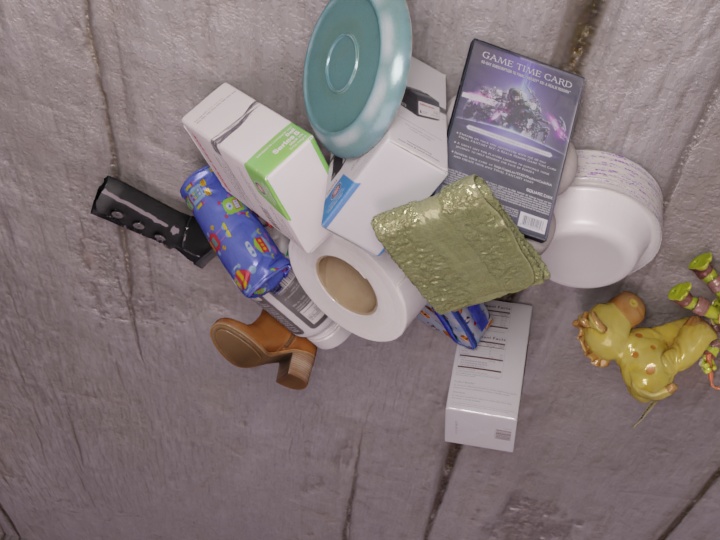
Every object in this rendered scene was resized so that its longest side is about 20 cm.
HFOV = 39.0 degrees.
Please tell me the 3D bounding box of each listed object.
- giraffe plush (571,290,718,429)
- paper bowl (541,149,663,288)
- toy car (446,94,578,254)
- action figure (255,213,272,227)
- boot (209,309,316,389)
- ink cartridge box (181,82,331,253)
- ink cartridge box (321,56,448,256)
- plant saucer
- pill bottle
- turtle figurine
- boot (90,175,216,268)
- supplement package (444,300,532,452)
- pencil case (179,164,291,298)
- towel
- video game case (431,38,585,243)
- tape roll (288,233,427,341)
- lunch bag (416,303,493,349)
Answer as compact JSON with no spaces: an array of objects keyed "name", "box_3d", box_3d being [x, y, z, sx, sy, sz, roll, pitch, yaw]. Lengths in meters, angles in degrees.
[{"name":"giraffe plush","box_3d":[0.395,0.106,1.490,0.162,0.200,0.173,43,149,8]},{"name":"paper bowl","box_3d":[0.293,-0.054,1.327,0.198,0.105,0.202,9,144,6]},{"name":"toy car","box_3d":[0.154,-0.105,1.236,0.173,0.202,0.150,24,165,-6]},{"name":"action figure","box_3d":[-0.080,-0.098,1.433,0.199,0.065,0.052,-25,89,43]},{"name":"boot","box_3d":[-0.147,0.084,1.631,0.199,0.157,0.076,28,138,-26]},{"name":"ink cartridge box","box_3d":[-0.120,-0.133,1.293,0.199,0.084,0.146,36,163,40]},{"name":"ink cartridge box","box_3d":[0.030,-0.142,1.183,0.083,0.201,0.145,26,128,-18]},{"name":"plant saucer","box_3d":[-0.012,-0.225,1.112,0.027,0.203,0.200,6,154,-34]},{"name":"pill bottle","box_3d":[-0.097,0.031,1.575,0.112,0.114,0.200,-15,136,36]},{"name":"turtle figurine","box_3d":[0.513,0.050,1.401,0.161,0.064,0.200,40,97,-10]},{"name":"boot","box_3d":[-0.294,-0.090,1.526,0.199,0.066,0.165,30,141,-15]},{"name":"supplement package","box_3d":[0.199,0.159,1.572,0.108,0.202,0.114,8,147,9]},{"name":"pencil case","box_3d":[-0.172,-0.056,1.431,0.201,0.086,0.078,56,153,11]},{"name":"towel","box_3d":[0.112,-0.023,1.135,0.147,0.037,0.200,-21,139,23]},{"name":"video game case","box_3d":[0.168,-0.148,1.157,0.141,0.202,0.019,17,168,-8]},{"name":"tape roll","box_3d":[0.000,0.000,1.380,0.201,0.071,0.204,29,146,22]},{"name":"lunch bag","box_3d":[0.111,0.032,1.475,0.160,0.076,0.200,33,169,32]}]
